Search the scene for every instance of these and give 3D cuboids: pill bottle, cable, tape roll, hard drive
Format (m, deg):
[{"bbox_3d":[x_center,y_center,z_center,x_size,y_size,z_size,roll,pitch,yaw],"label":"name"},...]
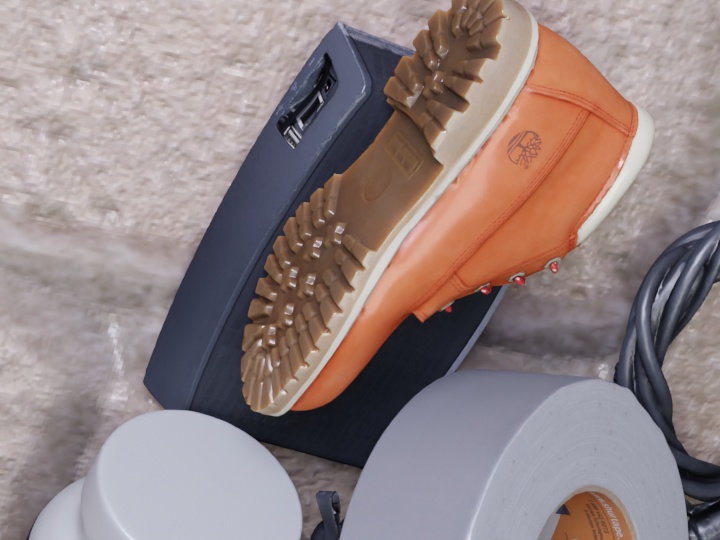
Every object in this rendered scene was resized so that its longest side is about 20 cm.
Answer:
[{"bbox_3d":[-0.107,0.162,0.871,0.116,0.116,0.200,13,130,-22],"label":"pill bottle"},{"bbox_3d":[0.199,0.048,0.922,0.163,0.051,0.200,-12,126,-5],"label":"cable"},{"bbox_3d":[0.072,0.145,0.849,0.066,0.200,0.200,3,138,38],"label":"tape roll"},{"bbox_3d":[0.000,0.000,0.845,0.135,0.042,0.200,18,119,-24],"label":"hard drive"}]

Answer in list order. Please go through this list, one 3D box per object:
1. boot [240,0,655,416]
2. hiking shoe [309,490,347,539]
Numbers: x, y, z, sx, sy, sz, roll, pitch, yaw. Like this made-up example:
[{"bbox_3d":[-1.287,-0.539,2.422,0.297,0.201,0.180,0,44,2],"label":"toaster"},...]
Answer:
[{"bbox_3d":[0.034,-0.008,0.779,0.107,0.075,0.200,26,112,-32],"label":"boot"},{"bbox_3d":[0.036,0.143,0.908,0.200,0.076,0.101,7,89,-63],"label":"hiking shoe"}]
